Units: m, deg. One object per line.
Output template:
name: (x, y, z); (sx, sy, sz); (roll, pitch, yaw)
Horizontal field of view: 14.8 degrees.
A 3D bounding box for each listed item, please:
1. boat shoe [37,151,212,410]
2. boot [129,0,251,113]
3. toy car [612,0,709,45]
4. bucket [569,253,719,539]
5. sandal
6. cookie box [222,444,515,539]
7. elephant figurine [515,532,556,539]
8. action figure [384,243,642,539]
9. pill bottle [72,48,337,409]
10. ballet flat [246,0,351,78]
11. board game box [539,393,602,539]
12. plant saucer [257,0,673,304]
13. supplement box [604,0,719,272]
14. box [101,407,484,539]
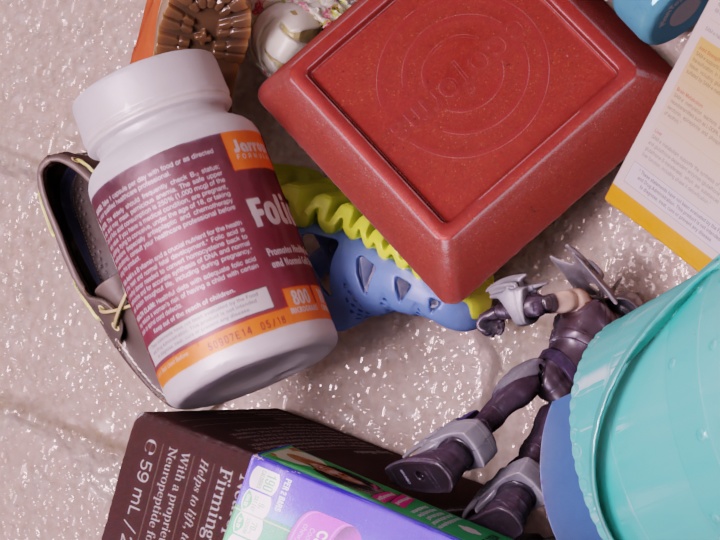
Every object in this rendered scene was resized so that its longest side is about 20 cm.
boat shoe: (-0.156, 0.007, 1.842); (0.072, 0.059, 0.200); (-35, 71, 25)
boot: (-0.116, -0.143, 1.814); (0.107, 0.075, 0.200); (-97, 23, -44)
toy car: (0.136, -0.255, 1.597); (0.177, 0.200, 0.184); (-46, 67, 16)
bucket: (0.218, 0.088, 1.479); (0.135, 0.207, 0.208); (-26, 74, 42)
sandal: (0.000, 0.000, 1.747); (0.200, 0.079, 0.087); (26, 107, 37)
cookie box: (0.011, 0.212, 1.541); (0.199, 0.075, 0.172); (21, 98, 12)
elephant figurine: (0.128, 0.257, 1.623); (0.155, 0.141, 0.201); (-8, 77, 45)
action figure: (0.107, 0.071, 1.627); (0.130, 0.200, 0.069); (49, 147, -7)
pill bottle: (-0.099, -0.026, 1.706); (0.114, 0.114, 0.201); (-27, 78, 27)
ballet flat: (-0.020, -0.128, 1.767); (0.200, 0.064, 0.076); (41, 108, 26)
board game box: (0.198, 0.124, 1.596); (0.199, 0.039, 0.158); (-24, 79, -16)
plant saucer: (0.064, -0.114, 1.687); (0.199, 0.037, 0.200); (-41, 67, -3)
supplement box: (0.241, -0.093, 1.581); (0.126, 0.073, 0.200); (44, 111, 49)
box: (-0.036, 0.190, 1.701); (0.199, 0.164, 0.167); (18, 97, 30)
